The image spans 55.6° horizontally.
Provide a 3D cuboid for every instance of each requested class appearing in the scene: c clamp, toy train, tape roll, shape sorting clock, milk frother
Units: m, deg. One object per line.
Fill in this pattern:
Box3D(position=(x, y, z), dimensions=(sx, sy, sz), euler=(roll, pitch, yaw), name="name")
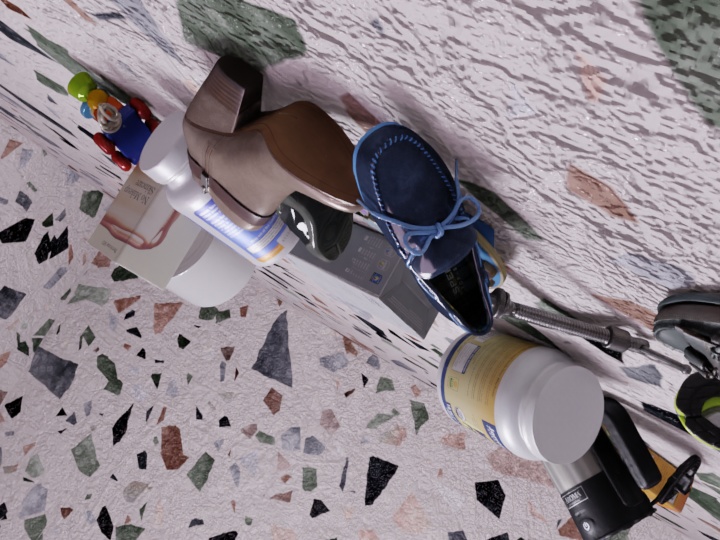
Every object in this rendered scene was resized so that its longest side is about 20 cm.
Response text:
Box3D(position=(0.178, 0.044, 0.644), dimensions=(0.196, 0.028, 0.171), euler=(16, -178, -8), name="c clamp")
Box3D(position=(-0.349, -0.223, 0.920), dimensions=(0.116, 0.085, 0.200), euler=(43, 172, 6), name="toy train")
Box3D(position=(-0.303, -0.052, 1.260), dimensions=(0.200, 0.205, 0.139), euler=(24, 170, 33), name="tape roll")
Box3D(position=(0.054, -0.041, 0.664), dimensions=(0.198, 0.040, 0.200), euler=(30, 171, 5), name="shape sorting clock")
Box3D(position=(0.382, 0.277, 1.026), dimensions=(0.198, 0.181, 0.190), euler=(0, -126, -45), name="milk frother")

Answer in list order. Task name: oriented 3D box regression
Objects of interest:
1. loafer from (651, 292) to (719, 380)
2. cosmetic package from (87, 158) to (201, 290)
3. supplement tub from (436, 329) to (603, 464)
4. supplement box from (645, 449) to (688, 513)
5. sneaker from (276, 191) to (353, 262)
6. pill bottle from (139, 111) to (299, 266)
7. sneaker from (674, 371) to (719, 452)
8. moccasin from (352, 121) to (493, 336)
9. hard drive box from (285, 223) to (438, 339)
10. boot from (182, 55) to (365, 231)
Box3D(position=(0.262, 0.060, 0.437), dimensions=(0.071, 0.064, 0.199), euler=(34, 170, -22), name="loafer")
Box3D(position=(-0.261, -0.091, 0.911), dimensions=(0.102, 0.203, 0.087), euler=(21, 168, 44), name="cosmetic package")
Box3D(position=(0.209, 0.165, 0.915), dimensions=(0.143, 0.146, 0.199), euler=(35, 170, -26), name="supplement tub")
Box3D(position=(0.495, 0.349, 1.207), dimensions=(0.199, 0.069, 0.066), euler=(37, 167, -19), name="supplement box")
Box3D(position=(-0.080, -0.087, 0.752), dimensions=(0.113, 0.077, 0.200), euler=(27, 167, 34), name="sneaker")
Box3D(position=(-0.166, -0.100, 0.838), dimensions=(0.111, 0.113, 0.199), euler=(20, 165, 50), name="pill bottle")
Box3D(position=(0.375, 0.157, 0.614), dimensions=(0.198, 0.075, 0.081), euler=(35, -178, 16), name="sneaker")
Box3D(position=(0.064, -0.027, 0.523), dimensions=(0.200, 0.080, 0.068), euler=(50, -176, -40), name="moccasin")
Box3D(position=(0.000, 0.000, 0.935), dimensions=(0.198, 0.078, 0.156), euler=(24, 168, 35), name="hard drive box")
Box3D(position=(-0.082, -0.085, 0.604), dimensions=(0.200, 0.070, 0.147), euler=(47, 143, 14), name="boot")
